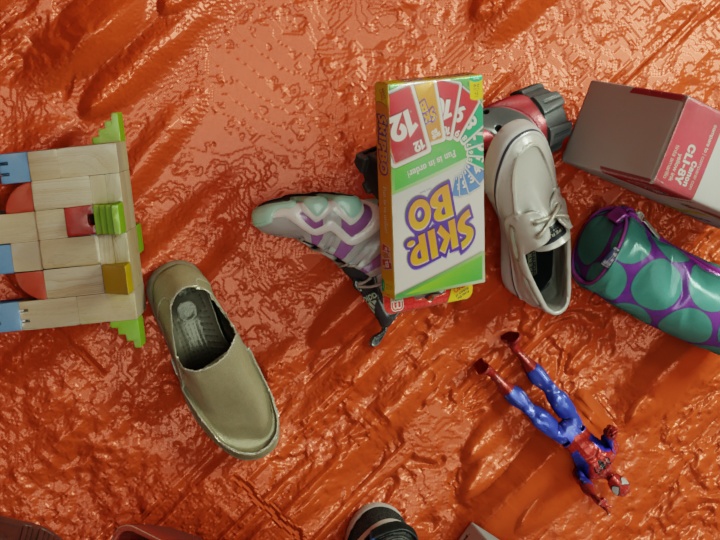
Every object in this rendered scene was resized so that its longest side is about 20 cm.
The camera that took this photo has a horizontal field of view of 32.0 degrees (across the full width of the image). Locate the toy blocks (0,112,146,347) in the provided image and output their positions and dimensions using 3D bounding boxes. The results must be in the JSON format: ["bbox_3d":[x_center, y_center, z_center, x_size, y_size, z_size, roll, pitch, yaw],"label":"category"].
[{"bbox_3d":[-0.265,-0.029,1.085,0.136,0.100,0.201,-5,98,0],"label":"toy blocks"}]

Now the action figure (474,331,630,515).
[{"bbox_3d":[0.201,0.153,1.197,0.065,0.099,0.200,-44,105,-3],"label":"action figure"}]

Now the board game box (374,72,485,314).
[{"bbox_3d":[0.061,-0.063,1.072,0.095,0.030,0.201,-10,109,-28],"label":"board game box"}]

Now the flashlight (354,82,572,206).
[{"bbox_3d":[0.097,-0.108,1.129,0.200,0.068,0.068,-26,105,-28],"label":"flashlight"}]

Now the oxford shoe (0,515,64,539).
[{"bbox_3d":[-0.320,0.265,1.124,0.200,0.071,0.075,38,114,-15],"label":"oxford shoe"}]

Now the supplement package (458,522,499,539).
[{"bbox_3d":[0.160,0.370,1.182,0.200,0.152,0.151,35,89,-13],"label":"supplement package"}]

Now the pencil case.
[{"bbox_3d":[0.306,0.013,1.206,0.200,0.085,0.093,25,117,-14],"label":"pencil case"}]

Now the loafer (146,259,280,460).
[{"bbox_3d":[-0.133,0.087,1.130,0.076,0.068,0.200,-30,102,-7],"label":"loafer"}]

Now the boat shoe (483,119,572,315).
[{"bbox_3d":[0.158,-0.042,1.133,0.072,0.066,0.200,-26,131,-22],"label":"boat shoe"}]

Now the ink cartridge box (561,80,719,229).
[{"bbox_3d":[0.309,-0.095,1.143,0.199,0.145,0.084,19,94,-27],"label":"ink cartridge box"}]

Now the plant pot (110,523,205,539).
[{"bbox_3d":[-0.127,0.336,1.086,0.199,0.176,0.200,23,92,11],"label":"plant pot"}]

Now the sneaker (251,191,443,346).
[{"bbox_3d":[0.000,0.000,1.144,0.199,0.078,0.140,0,96,-11],"label":"sneaker"}]

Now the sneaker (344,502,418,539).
[{"bbox_3d":[0.000,0.323,1.163,0.073,0.112,0.201,14,93,-12],"label":"sneaker"}]
